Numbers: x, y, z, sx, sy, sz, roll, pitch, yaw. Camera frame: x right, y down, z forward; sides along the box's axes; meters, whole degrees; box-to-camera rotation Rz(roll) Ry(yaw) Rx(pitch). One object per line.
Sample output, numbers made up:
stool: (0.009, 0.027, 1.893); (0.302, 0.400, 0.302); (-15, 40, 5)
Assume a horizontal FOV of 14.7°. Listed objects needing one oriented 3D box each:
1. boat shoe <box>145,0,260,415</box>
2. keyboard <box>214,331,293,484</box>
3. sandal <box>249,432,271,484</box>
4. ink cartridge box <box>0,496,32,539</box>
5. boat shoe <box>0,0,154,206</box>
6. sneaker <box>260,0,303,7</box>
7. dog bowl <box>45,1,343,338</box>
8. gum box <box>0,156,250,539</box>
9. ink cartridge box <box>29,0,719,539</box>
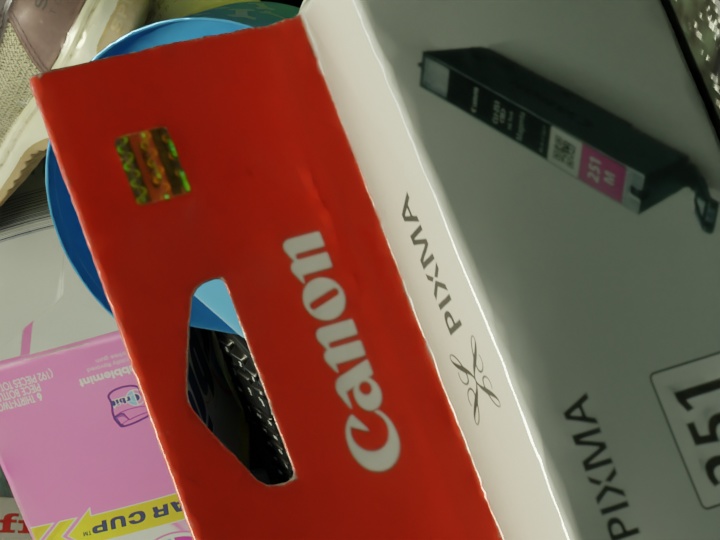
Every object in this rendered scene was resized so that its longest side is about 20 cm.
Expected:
boat shoe: (-0.032, -0.022, 0.944); (0.065, 0.072, 0.201); (-120, 8, -45)
keyboard: (-0.010, 0.103, 0.948); (0.104, 0.040, 0.200); (38, 159, 37)
sandal: (-0.070, 0.054, 1.093); (0.200, 0.075, 0.045); (33, 144, 51)
ink cartridge box: (-0.100, 0.178, 1.053); (0.200, 0.143, 0.084); (-94, 8, -56)
boat shoe: (-0.127, -0.064, 0.919); (0.200, 0.065, 0.072); (-33, 29, 60)
sneaker: (-0.074, -0.142, 0.989); (0.200, 0.071, 0.083); (26, 114, 51)
dog bowl: (0.000, 0.000, 0.835); (0.200, 0.050, 0.112); (41, 120, -1)
gum box: (-0.085, 0.019, 0.992); (0.200, 0.066, 0.114); (-94, -13, -58)
ink cartridge box: (0.025, 0.009, 0.749); (0.044, 0.173, 0.201); (-43, 65, 61)
